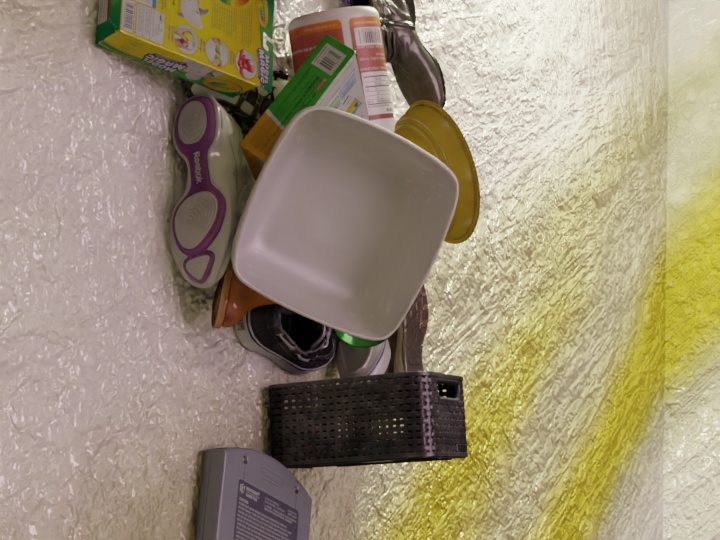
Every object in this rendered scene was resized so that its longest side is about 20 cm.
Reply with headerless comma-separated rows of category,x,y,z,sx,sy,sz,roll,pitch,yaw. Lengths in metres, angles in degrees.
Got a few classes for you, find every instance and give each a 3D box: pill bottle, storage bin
pill bottle,-0.020,-0.211,1.636,0.112,0.111,0.202,-17,100,-65
storage bin,0.009,0.170,1.507,0.135,0.198,0.095,17,68,-64

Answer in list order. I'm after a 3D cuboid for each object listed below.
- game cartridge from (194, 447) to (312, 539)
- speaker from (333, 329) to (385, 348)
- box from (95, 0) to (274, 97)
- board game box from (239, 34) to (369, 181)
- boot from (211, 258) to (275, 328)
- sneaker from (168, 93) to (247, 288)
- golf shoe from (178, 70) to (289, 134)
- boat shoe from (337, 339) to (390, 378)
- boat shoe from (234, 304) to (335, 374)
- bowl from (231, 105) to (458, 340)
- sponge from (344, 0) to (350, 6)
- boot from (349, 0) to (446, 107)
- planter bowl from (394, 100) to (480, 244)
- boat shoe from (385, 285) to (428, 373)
game cartridge,-0.111,0.262,1.419,0.200,0.041,0.134,44,48,-55
speaker,0.000,0.000,1.624,0.201,0.088,0.089,-93,162,-50
box,-0.167,-0.251,1.341,0.199,0.048,0.118,16,68,-41
board game box,-0.054,-0.142,1.461,0.153,0.040,0.200,-53,164,-13
boot,-0.068,0.020,1.425,0.200,0.154,0.077,-68,-179,-63
sneaker,-0.144,-0.077,1.384,0.100,0.074,0.202,31,56,-60
golf shoe,-0.120,-0.201,1.451,0.200,0.094,0.078,30,58,-59
boat shoe,0.001,0.057,1.681,0.066,0.071,0.201,54,36,-40
boat shoe,-0.066,0.071,1.529,0.200,0.067,0.072,33,54,-60
bowl,-0.021,-0.051,1.357,0.201,0.199,0.075,-64,-162,3
sponge,0.003,-0.399,1.853,0.112,0.030,0.201,-57,135,-54
boot,0.043,-0.290,1.816,0.131,0.067,0.201,-41,114,-58
planter bowl,0.072,-0.121,1.816,0.083,0.200,0.202,-19,105,-25
boat shoe,0.041,0.092,1.760,0.074,0.073,0.202,15,76,-61
